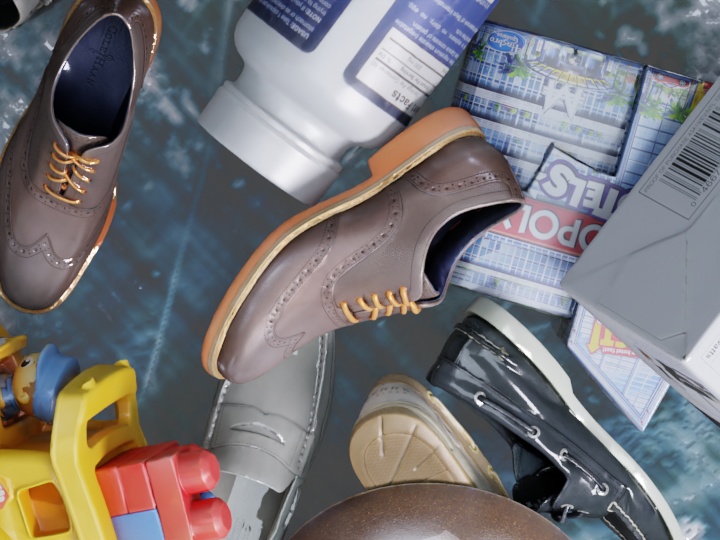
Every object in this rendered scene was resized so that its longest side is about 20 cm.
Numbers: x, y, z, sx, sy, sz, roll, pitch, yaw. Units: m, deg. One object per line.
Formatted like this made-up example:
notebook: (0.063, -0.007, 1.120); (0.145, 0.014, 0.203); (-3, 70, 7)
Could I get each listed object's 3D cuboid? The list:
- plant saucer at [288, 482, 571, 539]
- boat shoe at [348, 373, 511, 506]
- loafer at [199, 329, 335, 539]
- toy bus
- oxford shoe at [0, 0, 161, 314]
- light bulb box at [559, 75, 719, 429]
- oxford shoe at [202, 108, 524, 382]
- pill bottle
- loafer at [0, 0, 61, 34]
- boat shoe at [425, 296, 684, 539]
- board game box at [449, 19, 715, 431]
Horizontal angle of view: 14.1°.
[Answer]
plant saucer: (0.041, 0.209, 1.644); (0.200, 0.032, 0.201); (2, 122, 3)
boat shoe: (0.059, 0.141, 1.659); (0.074, 0.069, 0.200); (-19, 118, 16)
loafer: (-0.058, 0.106, 1.654); (0.070, 0.070, 0.200); (13, 96, -2)
toy bus: (-0.167, 0.109, 1.595); (0.192, 0.136, 0.200); (-16, 95, 20)
oxford shoe: (-0.166, -0.065, 1.627); (0.071, 0.073, 0.200); (15, 105, -4)
light bulb box: (0.254, 0.004, 1.576); (0.198, 0.125, 0.200); (-51, 126, -3)
oxford shoe: (0.000, 0.000, 1.586); (0.200, 0.071, 0.073); (-42, 64, 4)
pill bottle: (0.001, -0.139, 1.610); (0.111, 0.111, 0.200); (36, 94, -5)
loafer: (-0.212, -0.145, 1.595); (0.200, 0.072, 0.063); (-22, 60, -24)
boat shoe: (0.107, 0.106, 1.636); (0.066, 0.074, 0.199); (-45, 119, -12)
board game box: (0.135, -0.021, 1.650); (0.200, 0.062, 0.200); (15, 95, -3)
